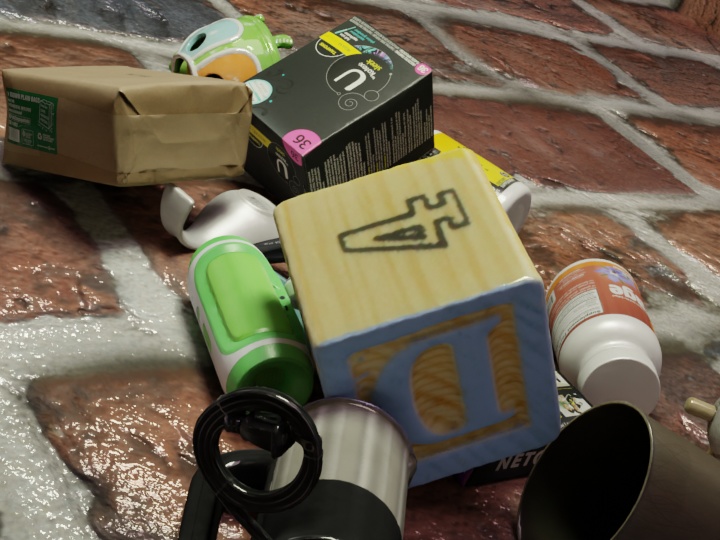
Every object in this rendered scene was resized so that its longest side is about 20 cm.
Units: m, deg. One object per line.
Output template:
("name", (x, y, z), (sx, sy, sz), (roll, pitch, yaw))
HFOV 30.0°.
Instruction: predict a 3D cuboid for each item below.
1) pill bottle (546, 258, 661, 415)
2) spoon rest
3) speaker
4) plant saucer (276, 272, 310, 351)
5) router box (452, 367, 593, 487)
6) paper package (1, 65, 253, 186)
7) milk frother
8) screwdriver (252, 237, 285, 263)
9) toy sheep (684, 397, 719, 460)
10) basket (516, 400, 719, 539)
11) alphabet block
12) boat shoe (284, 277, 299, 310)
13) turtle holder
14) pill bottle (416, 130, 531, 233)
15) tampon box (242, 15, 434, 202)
("pill bottle", (0.268, 0.080, 1.472), (0.111, 0.113, 0.201), (18, 26, -10))
("spoon rest", (-0.149, -0.054, 1.453), (0.099, 0.061, 0.199), (39, 16, 26))
("speaker", (-0.105, 0.050, 1.245), (0.087, 0.089, 0.201), (10, 29, -26))
("plant saucer", (-0.057, 0.048, 1.367), (0.199, 0.019, 0.070), (34, 27, 21))
("router box", (0.134, 0.134, 1.324), (0.198, 0.051, 0.149), (-2, 37, -42))
("paper package", (-0.248, -0.156, 1.414), (0.198, 0.105, 0.189), (14, 15, 38))
("milk frother", (-0.037, 0.148, 0.987), (0.178, 0.202, 0.189), (17, 26, -4))
("screwdriver", (-0.022, -0.032, 1.434), (0.197, 0.028, 0.029), (-9, 14, 0))
("toy sheep", (0.426, 0.180, 1.393), (0.198, 0.139, 0.138), (20, 26, -8))
("basket", (0.269, 0.217, 1.174), (0.198, 0.180, 0.137), (22, 44, -24))
("alphabet block", (0.048, 0.044, 1.172), (0.194, 0.197, 0.201), (-15, 38, -4))
("boat shoe", (0.000, 0.000, 1.337), (0.198, 0.073, 0.066), (-1, 70, -45))
("turtle holder", (-0.175, -0.262, 1.716), (0.130, 0.142, 0.186), (-13, 50, -26))
("pill bottle", (0.106, -0.104, 1.680), (0.199, 0.113, 0.112), (34, 27, 21))
("tampon box", (-0.031, -0.178, 1.594), (0.199, 0.127, 0.150), (-35, 55, -23))
